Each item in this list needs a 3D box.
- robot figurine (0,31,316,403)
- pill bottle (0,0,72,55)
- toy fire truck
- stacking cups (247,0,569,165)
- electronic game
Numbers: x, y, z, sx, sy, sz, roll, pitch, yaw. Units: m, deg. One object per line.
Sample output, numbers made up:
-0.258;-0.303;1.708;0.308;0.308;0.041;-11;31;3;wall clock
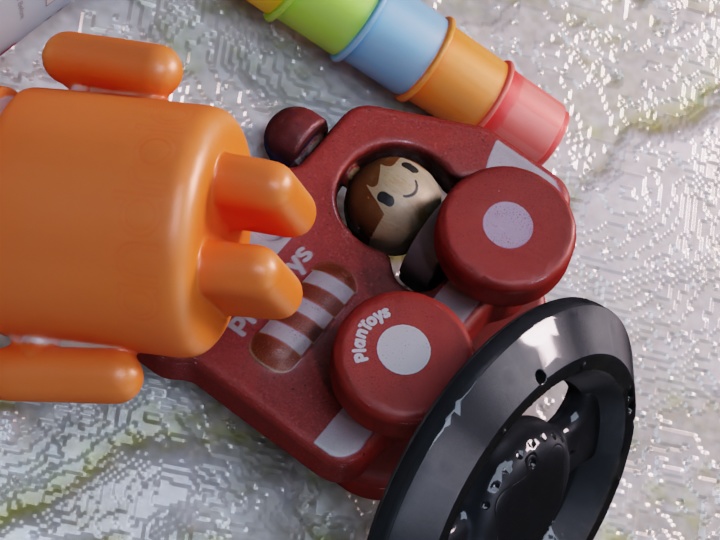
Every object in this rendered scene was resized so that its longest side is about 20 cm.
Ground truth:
-0.123;-0.025;1.152;0.199;0.117;0.144;6;117;12;robot figurine
-0.147;-0.186;1.201;0.200;0.109;0.109;-41;95;-24;pill bottle
0.000;0.000;1.231;0.168;0.112;0.200;35;67;10;toy fire truck
0.013;-0.115;1.287;0.200;0.060;0.061;35;68;-17;stacking cups
0.066;0.104;1.198;0.042;0.200;0.200;28;63;30;electronic game
